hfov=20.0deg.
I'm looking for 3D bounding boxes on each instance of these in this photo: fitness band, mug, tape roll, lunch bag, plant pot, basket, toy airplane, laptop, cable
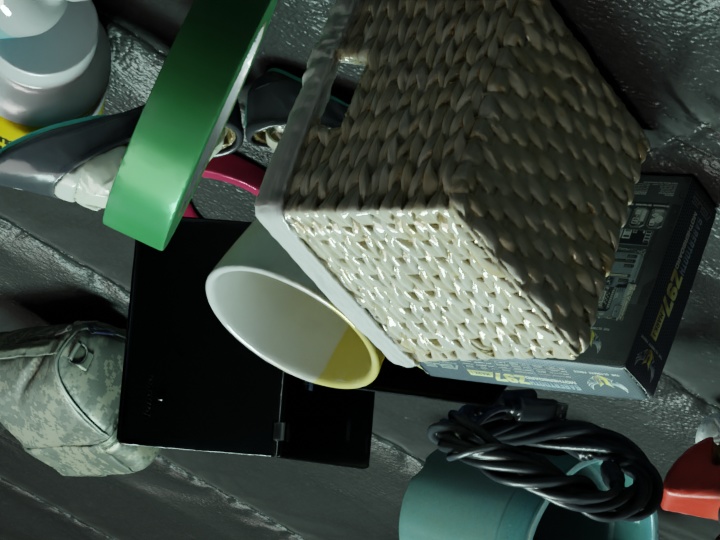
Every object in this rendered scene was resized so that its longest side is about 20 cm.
[{"bbox_3d":[-0.112,-0.045,1.778,0.143,0.038,0.200,18,156,20],"label":"fitness band"},{"bbox_3d":[-0.008,-0.002,1.593,0.186,0.154,0.149,41,150,-21],"label":"mug"},{"bbox_3d":[-0.116,-0.114,1.407,0.048,0.202,0.201,25,158,-3],"label":"tape roll"},{"bbox_3d":[-0.308,0.126,2.203,0.167,0.140,0.199,38,153,-32],"label":"lunch bag"},{"bbox_3d":[0.154,0.259,1.998,0.195,0.201,0.200,12,156,45],"label":"plant pot"},{"bbox_3d":[0.065,-0.066,1.348,0.160,0.199,0.200,-1,146,38],"label":"basket"},{"bbox_3d":[0.358,0.143,1.626,0.198,0.142,0.200,17,136,-38],"label":"toy airplane"},{"bbox_3d":[-0.086,0.061,1.689,0.115,0.189,0.199,0,171,36],"label":"laptop"},{"bbox_3d":[0.094,0.078,1.674,0.186,0.117,0.200,6,162,38],"label":"laptop"},{"bbox_3d":[0.143,0.150,1.588,0.163,0.051,0.199,36,-160,34],"label":"cable"}]

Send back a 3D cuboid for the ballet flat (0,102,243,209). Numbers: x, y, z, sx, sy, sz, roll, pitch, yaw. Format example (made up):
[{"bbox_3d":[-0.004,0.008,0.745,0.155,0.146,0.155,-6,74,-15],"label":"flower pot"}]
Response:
[{"bbox_3d":[-0.175,-0.087,1.531,0.073,0.199,0.074,47,148,42],"label":"ballet flat"}]

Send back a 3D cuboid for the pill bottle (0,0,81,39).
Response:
[{"bbox_3d":[-0.279,-0.215,1.433,0.198,0.112,0.111,-4,148,20],"label":"pill bottle"}]

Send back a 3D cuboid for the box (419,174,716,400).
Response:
[{"bbox_3d":[0.142,0.006,1.477,0.199,0.159,0.051,3,150,39],"label":"box"}]

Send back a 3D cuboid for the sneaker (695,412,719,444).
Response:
[{"bbox_3d":[0.353,0.191,1.787,0.200,0.078,0.099,39,162,-23],"label":"sneaker"}]

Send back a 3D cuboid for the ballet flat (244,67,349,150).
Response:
[{"bbox_3d":[0.003,-0.087,1.524,0.198,0.073,0.073,21,157,7],"label":"ballet flat"}]

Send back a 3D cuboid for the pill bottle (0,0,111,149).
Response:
[{"bbox_3d":[-0.252,-0.148,1.581,0.112,0.113,0.200,24,157,-2],"label":"pill bottle"}]
